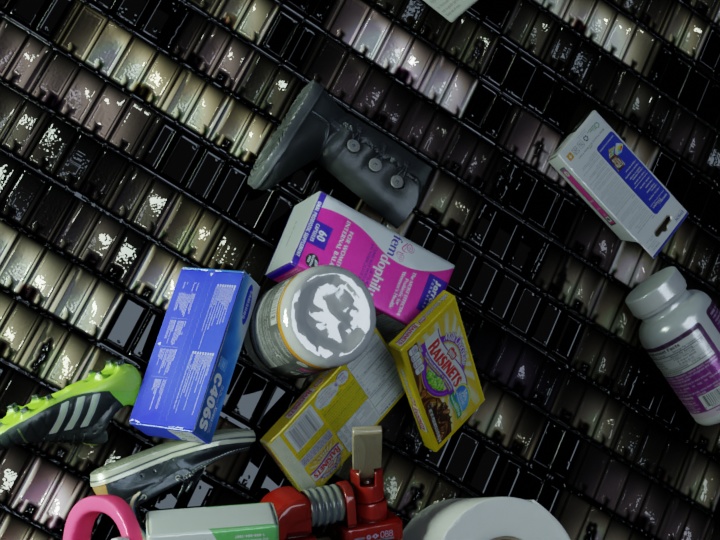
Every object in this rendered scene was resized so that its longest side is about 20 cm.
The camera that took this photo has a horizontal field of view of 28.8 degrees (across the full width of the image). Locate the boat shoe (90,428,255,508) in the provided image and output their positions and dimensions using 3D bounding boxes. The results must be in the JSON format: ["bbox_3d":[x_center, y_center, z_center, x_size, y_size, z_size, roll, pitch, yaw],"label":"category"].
[{"bbox_3d":[-0.213,0.231,1.627,0.198,0.075,0.063,-19,93,-18],"label":"boat shoe"}]

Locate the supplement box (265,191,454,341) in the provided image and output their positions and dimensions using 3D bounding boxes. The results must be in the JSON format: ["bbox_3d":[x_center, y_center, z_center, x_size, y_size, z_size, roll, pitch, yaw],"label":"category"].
[{"bbox_3d":[0.000,0.000,1.734,0.199,0.103,0.102,28,71,-17],"label":"supplement box"}]

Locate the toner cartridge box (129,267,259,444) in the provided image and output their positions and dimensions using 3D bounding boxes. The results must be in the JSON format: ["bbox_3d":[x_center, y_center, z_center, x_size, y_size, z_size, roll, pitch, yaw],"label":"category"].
[{"bbox_3d":[-0.192,0.097,1.632,0.043,0.094,0.202,49,52,-53],"label":"toner cartridge box"}]

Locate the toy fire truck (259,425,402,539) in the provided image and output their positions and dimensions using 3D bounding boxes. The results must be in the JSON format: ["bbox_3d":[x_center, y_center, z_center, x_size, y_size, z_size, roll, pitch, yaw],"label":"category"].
[{"bbox_3d":[-0.034,0.272,1.631,0.174,0.128,0.203,-5,98,-21],"label":"toy fire truck"}]

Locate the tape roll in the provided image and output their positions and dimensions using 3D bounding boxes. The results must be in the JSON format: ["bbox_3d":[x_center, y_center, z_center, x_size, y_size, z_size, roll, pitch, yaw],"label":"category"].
[{"bbox_3d":[0.150,0.378,1.706,0.200,0.139,0.205,4,78,-21],"label":"tape roll"}]

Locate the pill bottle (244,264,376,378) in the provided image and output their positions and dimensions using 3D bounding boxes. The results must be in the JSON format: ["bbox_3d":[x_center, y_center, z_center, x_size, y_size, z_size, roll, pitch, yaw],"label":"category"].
[{"bbox_3d":[-0.066,0.065,1.642,0.115,0.200,0.118,4,79,-20],"label":"pill bottle"}]

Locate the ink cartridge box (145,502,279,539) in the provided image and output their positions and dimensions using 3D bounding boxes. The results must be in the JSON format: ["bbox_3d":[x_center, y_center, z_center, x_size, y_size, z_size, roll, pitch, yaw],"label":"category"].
[{"bbox_3d":[-0.159,0.368,1.540,0.144,0.084,0.203,-3,100,-10],"label":"ink cartridge box"}]

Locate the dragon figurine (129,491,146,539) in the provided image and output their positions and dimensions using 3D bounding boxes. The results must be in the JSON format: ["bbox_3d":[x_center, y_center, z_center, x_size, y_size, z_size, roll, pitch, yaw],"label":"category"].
[{"bbox_3d":[-0.216,0.343,1.604,0.098,0.059,0.203,-7,93,-22],"label":"dragon figurine"}]

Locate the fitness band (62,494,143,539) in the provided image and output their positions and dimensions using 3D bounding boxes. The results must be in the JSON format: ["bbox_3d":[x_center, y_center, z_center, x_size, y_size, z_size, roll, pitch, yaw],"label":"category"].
[{"bbox_3d":[-0.284,0.349,1.538,0.037,0.143,0.203,3,79,-39],"label":"fitness band"}]

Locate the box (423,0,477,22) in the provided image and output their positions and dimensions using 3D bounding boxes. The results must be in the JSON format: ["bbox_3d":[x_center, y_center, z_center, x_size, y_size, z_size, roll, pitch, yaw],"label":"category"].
[{"bbox_3d":[0.137,-0.475,1.818,0.171,0.199,0.201,35,69,-12],"label":"box"}]

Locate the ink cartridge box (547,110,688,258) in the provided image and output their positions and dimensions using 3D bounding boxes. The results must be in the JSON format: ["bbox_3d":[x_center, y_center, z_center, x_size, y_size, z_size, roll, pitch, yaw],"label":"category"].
[{"bbox_3d":[0.356,-0.116,1.930,0.200,0.037,0.095,45,68,-6],"label":"ink cartridge box"}]

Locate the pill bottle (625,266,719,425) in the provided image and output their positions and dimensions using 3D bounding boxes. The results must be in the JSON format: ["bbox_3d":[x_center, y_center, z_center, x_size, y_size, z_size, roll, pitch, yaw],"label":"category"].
[{"bbox_3d":[0.446,0.099,1.886,0.112,0.112,0.201,-38,95,-23],"label":"pill bottle"}]

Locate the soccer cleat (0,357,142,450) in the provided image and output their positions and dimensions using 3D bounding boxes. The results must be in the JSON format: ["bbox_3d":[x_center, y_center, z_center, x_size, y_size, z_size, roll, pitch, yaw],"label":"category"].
[{"bbox_3d":[-0.335,0.171,1.594,0.199,0.067,0.082,-25,103,-24],"label":"soccer cleat"}]

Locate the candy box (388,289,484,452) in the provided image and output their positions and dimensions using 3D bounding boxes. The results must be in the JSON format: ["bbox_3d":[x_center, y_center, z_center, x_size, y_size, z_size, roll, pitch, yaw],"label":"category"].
[{"bbox_3d":[0.097,0.126,1.726,0.102,0.026,0.201,-45,139,-24],"label":"candy box"}]

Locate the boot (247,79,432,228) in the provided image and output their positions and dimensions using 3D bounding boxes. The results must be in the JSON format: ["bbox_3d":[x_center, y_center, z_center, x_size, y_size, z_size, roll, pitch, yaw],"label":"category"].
[{"bbox_3d":[-0.023,-0.118,1.770,0.199,0.066,0.166,38,71,-16],"label":"boot"}]

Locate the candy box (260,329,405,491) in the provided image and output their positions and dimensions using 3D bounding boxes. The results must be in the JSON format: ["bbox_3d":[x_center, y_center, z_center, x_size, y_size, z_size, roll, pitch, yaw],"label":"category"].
[{"bbox_3d":[-0.027,0.172,1.708,0.200,0.026,0.103,-46,124,-22],"label":"candy box"}]
